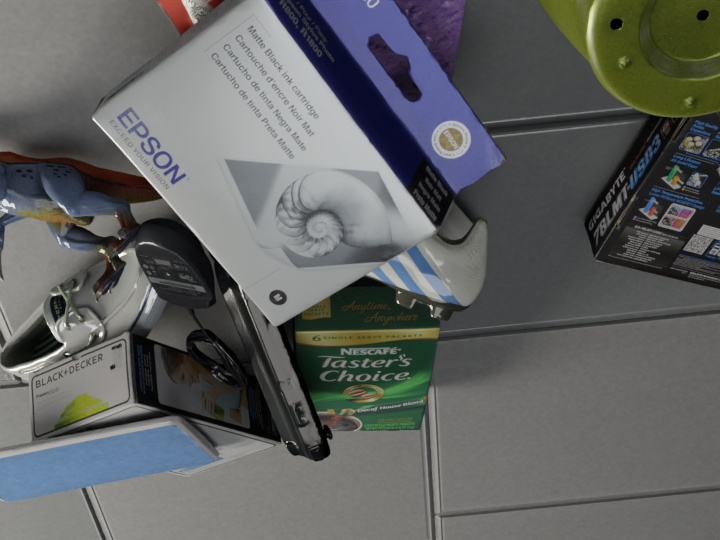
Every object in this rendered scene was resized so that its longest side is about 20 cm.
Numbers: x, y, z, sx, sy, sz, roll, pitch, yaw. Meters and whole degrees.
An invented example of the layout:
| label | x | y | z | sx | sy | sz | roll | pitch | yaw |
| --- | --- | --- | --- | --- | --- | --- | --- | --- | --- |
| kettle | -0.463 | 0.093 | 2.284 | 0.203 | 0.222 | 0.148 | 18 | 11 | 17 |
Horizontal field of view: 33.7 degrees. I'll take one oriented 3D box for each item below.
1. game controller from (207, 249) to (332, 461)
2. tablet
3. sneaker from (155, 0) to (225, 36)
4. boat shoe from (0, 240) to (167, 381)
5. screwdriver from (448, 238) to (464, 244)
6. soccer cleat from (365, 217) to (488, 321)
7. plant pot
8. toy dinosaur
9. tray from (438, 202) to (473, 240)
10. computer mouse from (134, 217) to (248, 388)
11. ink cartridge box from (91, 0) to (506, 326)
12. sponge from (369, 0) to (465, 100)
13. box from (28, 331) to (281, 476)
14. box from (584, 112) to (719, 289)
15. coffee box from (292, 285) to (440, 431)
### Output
| label | x | y | z | sx | sy | sz | roll | pitch | yaw |
| --- | --- | --- | --- | --- | --- | --- | --- | --- | --- |
| game controller | -0.073 | 0.056 | 0.950 | 0.042 | 0.105 | 0.203 | -21 | 114 | -4 |
| tablet | -0.225 | 0.154 | 0.972 | 0.197 | 0.014 | 0.130 | -12 | 156 | 5 |
| sneaker | -0.069 | -0.186 | 0.771 | 0.107 | 0.068 | 0.202 | -23 | 129 | 20 |
| boat shoe | -0.225 | 0.040 | 0.963 | 0.066 | 0.074 | 0.200 | 13 | 135 | -42 |
| screwdriver | 0.000 | 0.000 | 0.942 | 0.198 | 0.028 | 0.029 | -17 | 171 | 42 |
| soccer cleat | 0.000 | -0.034 | 0.868 | 0.197 | 0.070 | 0.088 | 18 | 101 | -3 |
| plant pot | 0.178 | -0.198 | 0.693 | 0.197 | 0.195 | 0.202 | -3 | 135 | -3 |
| toy dinosaur | -0.251 | -0.057 | 0.895 | 0.181 | 0.200 | 0.105 | 38 | 147 | 5 |
| tray | 0.008 | -0.048 | 0.914 | 0.106 | 0.022 | 0.200 | -19 | 142 | 25 |
| computer mouse | -0.123 | 0.026 | 0.921 | 0.058 | 0.034 | 0.201 | 11 | 145 | 21 |
| ink cartridge box | -0.037 | -0.084 | 0.769 | 0.199 | 0.041 | 0.200 | -32 | 114 | 21 |
| sponge | 0.013 | -0.161 | 0.828 | 0.109 | 0.030 | 0.202 | 2 | 134 | -5 |
| box | -0.170 | 0.119 | 1.006 | 0.115 | 0.061 | 0.199 | -21 | 154 | 24 |
| box | 0.307 | -0.071 | 0.927 | 0.197 | 0.050 | 0.200 | 12 | 131 | -15 |
| coffee box | 0.001 | 0.080 | 1.018 | 0.121 | 0.045 | 0.201 | 0 | 149 | -4 |
